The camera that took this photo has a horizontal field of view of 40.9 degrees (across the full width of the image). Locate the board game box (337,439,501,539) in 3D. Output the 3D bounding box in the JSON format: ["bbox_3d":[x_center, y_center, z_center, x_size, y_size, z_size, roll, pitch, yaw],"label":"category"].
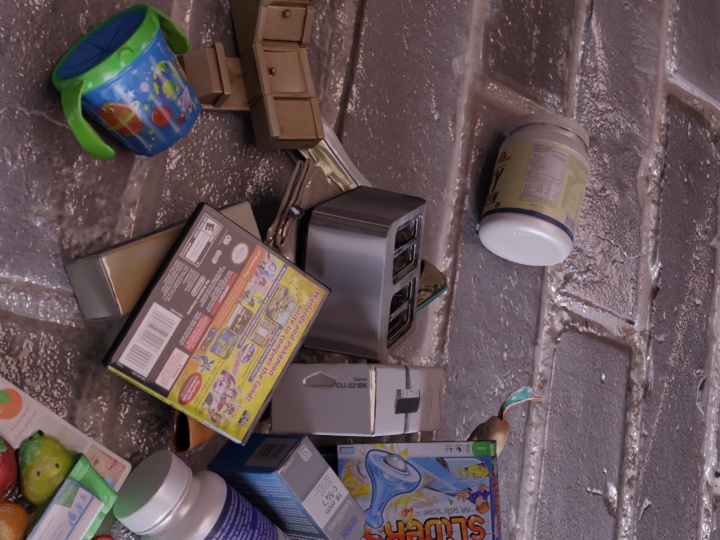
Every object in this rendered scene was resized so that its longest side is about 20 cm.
[{"bbox_3d":[0.070,0.277,1.174,0.034,0.199,0.137,17,69,-67],"label":"board game box"}]

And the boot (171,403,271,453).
[{"bbox_3d":[-0.159,0.098,1.133,0.199,0.068,0.190,-9,104,-56],"label":"boot"}]

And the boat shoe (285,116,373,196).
[{"bbox_3d":[-0.034,-0.114,1.291,0.062,0.072,0.201,-38,99,-21],"label":"boat shoe"}]

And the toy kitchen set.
[{"bbox_3d":[-0.110,-0.269,1.151,0.162,0.180,0.202,-5,77,-32],"label":"toy kitchen set"}]

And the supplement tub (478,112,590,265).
[{"bbox_3d":[0.271,-0.124,1.482,0.145,0.145,0.201,31,67,-33],"label":"supplement tub"}]

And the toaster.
[{"bbox_3d":[0.000,0.000,1.183,0.200,0.118,0.182,-32,128,-64],"label":"toaster"}]

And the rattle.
[{"bbox_3d":[0.121,0.206,1.222,0.130,0.142,0.201,-32,150,-59],"label":"rattle"}]

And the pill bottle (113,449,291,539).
[{"bbox_3d":[-0.175,0.298,1.086,0.200,0.119,0.120,48,58,-24],"label":"pill bottle"}]

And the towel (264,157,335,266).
[{"bbox_3d":[-0.064,-0.038,1.211,0.200,0.034,0.133,66,39,-57],"label":"towel"}]

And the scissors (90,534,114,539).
[{"bbox_3d":[-0.337,0.337,1.017,0.199,0.014,0.074,-9,91,-41],"label":"scissors"}]

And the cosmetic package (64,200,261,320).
[{"bbox_3d":[-0.219,-0.012,1.097,0.199,0.105,0.072,-25,101,-37],"label":"cosmetic package"}]

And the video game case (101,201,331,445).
[{"bbox_3d":[-0.150,0.059,1.045,0.180,0.025,0.201,35,77,-24],"label":"video game case"}]

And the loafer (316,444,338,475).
[{"bbox_3d":[-0.004,0.268,1.265,0.199,0.063,0.072,11,80,-38],"label":"loafer"}]

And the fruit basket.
[{"bbox_3d":[-0.355,0.221,0.967,0.200,0.093,0.186,44,60,-23],"label":"fruit basket"}]

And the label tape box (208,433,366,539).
[{"bbox_3d":[-0.071,0.287,1.158,0.063,0.144,0.201,-49,115,-34],"label":"label tape box"}]

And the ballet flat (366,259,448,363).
[{"bbox_3d":[0.047,0.050,1.341,0.075,0.068,0.200,46,51,0],"label":"ballet flat"}]

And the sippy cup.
[{"bbox_3d":[-0.251,-0.204,1.083,0.178,0.140,0.131,-43,125,-8],"label":"sippy cup"}]

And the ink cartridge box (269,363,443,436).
[{"bbox_3d":[-0.001,0.157,1.187,0.200,0.143,0.084,14,74,-61],"label":"ink cartridge box"}]
